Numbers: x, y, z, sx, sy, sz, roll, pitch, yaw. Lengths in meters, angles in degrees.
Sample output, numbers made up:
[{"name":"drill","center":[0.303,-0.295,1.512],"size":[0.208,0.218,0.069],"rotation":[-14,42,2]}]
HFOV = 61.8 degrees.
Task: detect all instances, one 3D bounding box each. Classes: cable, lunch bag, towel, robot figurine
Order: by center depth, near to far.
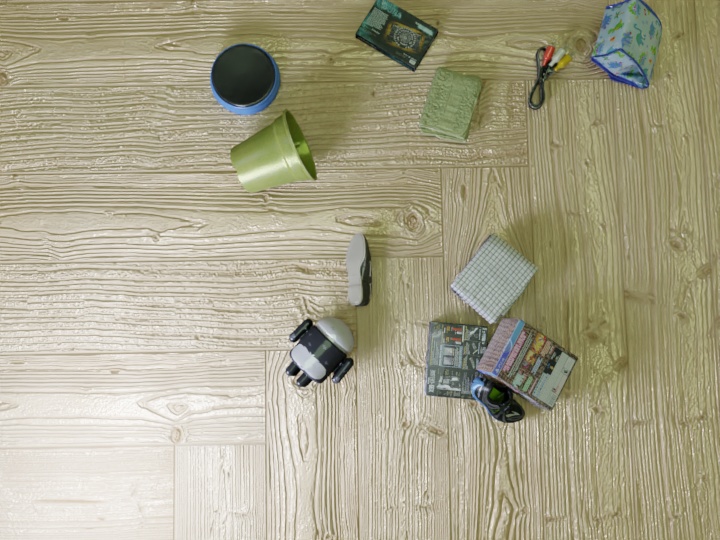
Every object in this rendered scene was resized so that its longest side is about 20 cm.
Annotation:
[{"name":"robot figurine","center":[-0.107,0.217,1.593],"size":[0.200,0.125,0.150],"rotation":[-47,117,-4]},{"name":"towel","center":[0.357,0.025,1.631],"size":[0.165,0.086,0.200],"rotation":[39,85,1]},{"name":"lunch bag","center":[0.754,-0.624,1.667],"size":[0.199,0.127,0.171],"rotation":[20,85,-28]},{"name":"towel","center":[0.253,-0.465,1.693],"size":[0.148,0.036,0.201],"rotation":[15,86,2]},{"name":"cable","center":[0.517,-0.558,1.694],"size":[0.097,0.050,0.201],"rotation":[31,85,3]}]

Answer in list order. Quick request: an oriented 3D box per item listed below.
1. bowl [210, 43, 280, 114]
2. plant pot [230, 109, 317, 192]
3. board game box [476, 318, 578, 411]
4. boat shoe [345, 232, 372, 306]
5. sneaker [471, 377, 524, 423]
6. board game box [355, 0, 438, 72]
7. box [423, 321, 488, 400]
[{"name":"bowl","center":[-0.327,-0.543,1.695],"size":[0.199,0.039,0.202],"rotation":[0,85,0]},{"name":"plant pot","center":[-0.240,-0.302,1.613],"size":[0.183,0.200,0.201],"rotation":[-20,86,9]},{"name":"board game box","center":[0.437,0.244,1.578],"size":[0.199,0.097,0.160],"rotation":[33,80,-9]},{"name":"boat shoe","center":[0.000,0.000,1.651],"size":[0.067,0.057,0.201],"rotation":[-4,80,35]},{"name":"sneaker","center":[0.370,0.347,1.577],"size":[0.199,0.083,0.071],"rotation":[41,67,-30]},{"name":"board game box","center":[0.104,-0.675,1.713],"size":[0.199,0.028,0.136],"rotation":[32,86,3]},{"name":"box","center":[0.258,0.245,1.627],"size":[0.157,0.050,0.201],"rotation":[4,85,0]}]
